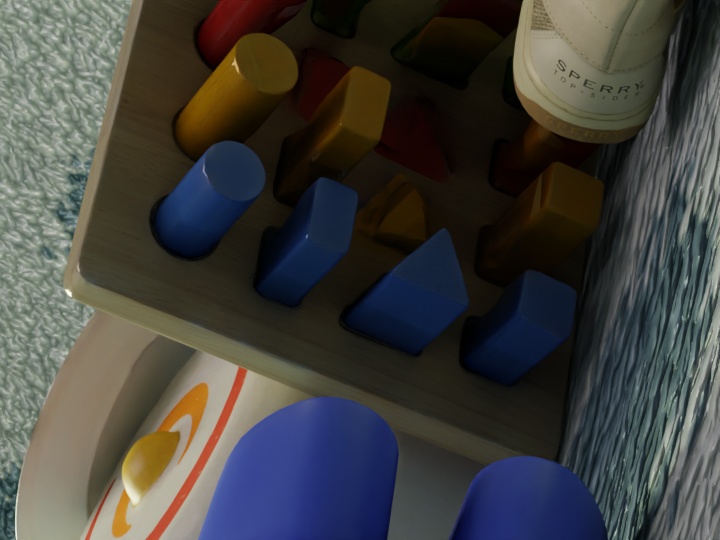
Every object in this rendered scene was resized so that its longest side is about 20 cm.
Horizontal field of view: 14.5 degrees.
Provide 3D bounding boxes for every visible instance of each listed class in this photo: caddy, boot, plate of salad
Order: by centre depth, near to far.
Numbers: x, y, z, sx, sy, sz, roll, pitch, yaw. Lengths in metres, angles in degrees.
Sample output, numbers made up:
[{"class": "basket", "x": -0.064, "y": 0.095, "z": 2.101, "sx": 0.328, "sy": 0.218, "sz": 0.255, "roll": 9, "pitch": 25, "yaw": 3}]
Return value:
[{"class": "caddy", "x": 0.002, "y": 0.137, "z": 0.894, "sx": 0.200, "sy": 0.141, "sz": 0.105, "roll": 108, "pitch": 179, "yaw": -47}, {"class": "boot", "x": 0.100, "y": -0.166, "z": 0.981, "sx": 0.156, "sy": 0.072, "sz": 0.201, "roll": 110, "pitch": 171, "yaw": -58}, {"class": "plate of salad", "x": -0.092, "y": 0.055, "z": 1.253, "sx": 0.200, "sy": 0.048, "sz": 0.201, "roll": -42, "pitch": -33, "yaw": -35}]

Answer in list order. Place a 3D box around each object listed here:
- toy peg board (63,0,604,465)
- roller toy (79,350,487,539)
[{"class": "toy peg board", "x": 0.014, "y": -0.058, "z": 1.061, "sx": 0.098, "sy": 0.199, "sz": 0.200, "roll": -46, "pitch": 27, "yaw": 52}, {"class": "roller toy", "x": -0.035, "y": 0.107, "z": 1.141, "sx": 0.183, "sy": 0.139, "sz": 0.200, "roll": -52, "pitch": 15, "yaw": 23}]
